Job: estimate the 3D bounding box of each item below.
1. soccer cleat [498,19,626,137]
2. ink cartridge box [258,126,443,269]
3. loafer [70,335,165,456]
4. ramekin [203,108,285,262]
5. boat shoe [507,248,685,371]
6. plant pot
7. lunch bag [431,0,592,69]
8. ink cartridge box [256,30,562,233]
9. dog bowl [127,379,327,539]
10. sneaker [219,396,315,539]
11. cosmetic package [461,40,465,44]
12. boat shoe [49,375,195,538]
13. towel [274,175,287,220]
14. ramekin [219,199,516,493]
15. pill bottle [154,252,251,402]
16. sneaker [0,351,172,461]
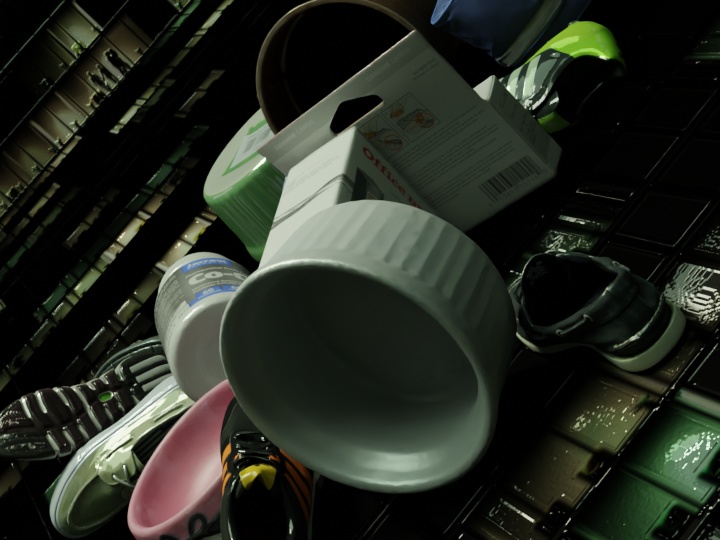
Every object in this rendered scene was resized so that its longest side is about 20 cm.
[{"bbox_3d":[0.143,-0.136,1.294,0.200,0.067,0.081,-41,33,16],"label":"soccer cleat"},{"bbox_3d":[0.000,0.000,1.203,0.085,0.146,0.200,-33,25,26],"label":"ink cartridge box"},{"bbox_3d":[-0.258,0.124,1.619,0.200,0.072,0.063,-40,15,24],"label":"loafer"},{"bbox_3d":[-0.083,-0.116,1.658,0.200,0.098,0.200,-41,21,19],"label":"ramekin"},{"bbox_3d":[0.139,0.017,1.005,0.075,0.066,0.199,-49,20,-4],"label":"boat shoe"},{"bbox_3d":[0.014,-0.225,1.550,0.200,0.200,0.199,-35,16,31],"label":"plant pot"},{"bbox_3d":[0.163,-0.288,1.437,0.136,0.132,0.201,-51,14,40],"label":"lunch bag"},{"bbox_3d":[0.041,-0.103,1.269,0.200,0.176,0.045,-32,24,35],"label":"ink cartridge box"},{"bbox_3d":[-0.111,0.169,1.225,0.200,0.074,0.200,-40,22,19],"label":"dog bowl"},{"bbox_3d":[-0.067,0.152,1.070,0.069,0.090,0.201,-6,48,-2],"label":"sneaker"},{"bbox_3d":[0.132,-0.387,1.629,0.200,0.166,0.168,-32,25,38],"label":"cosmetic package"},{"bbox_3d":[-0.221,0.181,1.433,0.200,0.072,0.062,-48,25,-3],"label":"boat shoe"},{"bbox_3d":[-0.046,-0.020,1.352,0.024,0.148,0.200,-15,24,7],"label":"towel"},{"bbox_3d":[0.012,0.048,1.029,0.200,0.201,0.098,-29,19,40],"label":"ramekin"},{"bbox_3d":[-0.140,0.052,1.441,0.114,0.114,0.200,-47,20,1],"label":"pill bottle"},{"bbox_3d":[-0.277,0.164,1.509,0.199,0.076,0.116,-20,-29,-25],"label":"sneaker"}]
